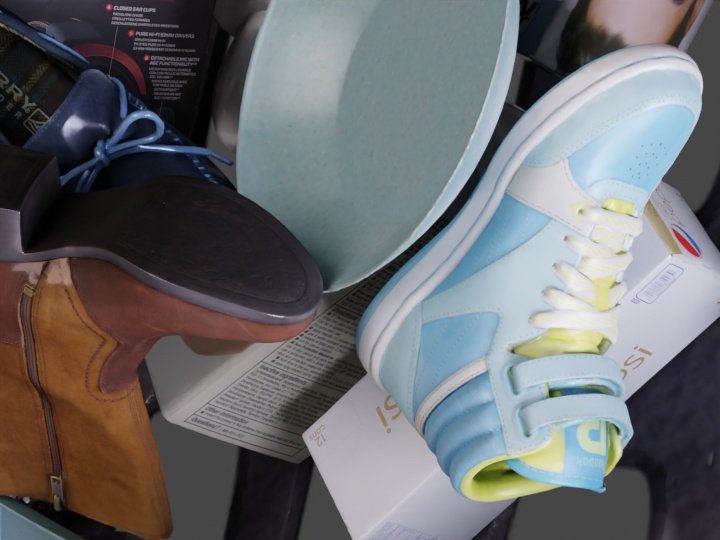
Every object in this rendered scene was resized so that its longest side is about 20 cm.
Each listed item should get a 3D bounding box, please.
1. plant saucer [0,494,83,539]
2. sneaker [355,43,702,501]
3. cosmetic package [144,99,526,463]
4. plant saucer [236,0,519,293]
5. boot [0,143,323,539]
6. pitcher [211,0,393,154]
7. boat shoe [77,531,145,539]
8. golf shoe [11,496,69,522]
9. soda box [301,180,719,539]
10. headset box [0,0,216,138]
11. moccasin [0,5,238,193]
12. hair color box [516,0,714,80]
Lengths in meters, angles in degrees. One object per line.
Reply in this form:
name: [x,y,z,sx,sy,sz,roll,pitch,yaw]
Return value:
plant saucer: [-0.160,0.204,1.283,0.070,0.019,0.200,24,120,38]
sneaker: [0.092,0.014,1.078,0.200,0.079,0.131,-52,47,26]
cosmetic package: [0.000,0.000,1.228,0.200,0.105,0.071,-37,54,23]
plant saucer: [0.016,-0.083,1.132,0.201,0.039,0.201,-33,49,48]
boot: [-0.102,0.052,1.170,0.188,0.200,0.069,10,41,13]
pitcher: [-0.002,-0.133,1.277,0.200,0.121,0.172,11,93,53]
boat shoe: [-0.120,0.160,1.295,0.200,0.072,0.065,-2,29,43]
golf shoe: [-0.214,0.110,1.358,0.200,0.073,0.092,-32,74,7]
soda box: [0.070,0.042,1.179,0.200,0.064,0.068,-44,52,19]
headset box: [-0.160,-0.096,1.317,0.075,0.148,0.200,47,131,55]
moccasin: [-0.135,-0.057,1.194,0.200,0.068,0.081,33,81,10]
hair color box: [0.131,-0.177,1.181,0.061,0.099,0.200,34,97,41]
